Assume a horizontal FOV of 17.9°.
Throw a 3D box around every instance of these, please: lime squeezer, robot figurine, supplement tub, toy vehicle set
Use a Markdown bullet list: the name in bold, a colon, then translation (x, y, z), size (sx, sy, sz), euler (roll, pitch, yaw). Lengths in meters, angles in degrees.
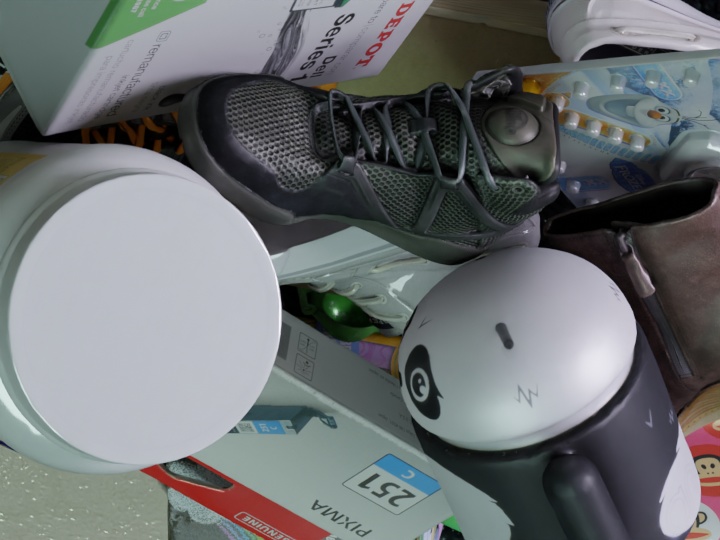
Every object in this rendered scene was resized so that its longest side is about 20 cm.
- **lime squeezer**: translation (-0.011, 0.003, 1.318), size (0.200, 0.038, 0.071), euler (41, 133, -22)
- **robot figurine**: translation (0.093, 0.084, 1.128), size (0.150, 0.125, 0.200), euler (9, 135, 42)
- **supplement tub**: translation (-0.131, 0.014, 1.034), size (0.145, 0.145, 0.200), euler (38, 168, -23)
- **toy vehicle set**: translation (0.035, -0.064, 1.225), size (0.124, 0.027, 0.200), euler (12, 129, -2)

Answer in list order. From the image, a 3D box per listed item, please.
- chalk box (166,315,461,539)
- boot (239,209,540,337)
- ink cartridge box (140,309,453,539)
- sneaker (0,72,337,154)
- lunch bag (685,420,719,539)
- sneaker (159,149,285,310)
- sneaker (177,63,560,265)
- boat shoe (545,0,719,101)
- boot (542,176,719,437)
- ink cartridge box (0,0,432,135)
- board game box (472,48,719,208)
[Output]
- **chalk box**: translation (-0.004, 0.117, 1.362), size (0.200, 0.124, 0.124), euler (11, 135, 8)
- **boot**: translation (0.000, 0.000, 1.196), size (0.200, 0.074, 0.096), euler (-12, 125, -2)
- **ink cartridge box**: translation (-0.060, 0.095, 1.220), size (0.200, 0.045, 0.176), euler (32, 134, -25)
- **sneaker**: translation (-0.103, -0.090, 1.148), size (0.200, 0.077, 0.078), euler (-27, 161, -8)
- **lunch bag**: translation (0.185, 0.104, 1.338), size (0.200, 0.082, 0.176), euler (-5, 131, 20)
- **sneaker**: translation (-0.069, -0.005, 1.249), size (0.079, 0.095, 0.200), euler (-22, 135, -20)
- **sneaker**: translation (0.016, -0.062, 1.052), size (0.199, 0.076, 0.114), euler (17, 147, -37)
- **boat shoe**: translation (0.186, -0.089, 1.142), size (0.200, 0.066, 0.072), euler (23, 126, -21)
- **boot**: translation (0.138, 0.024, 1.189), size (0.200, 0.072, 0.166), euler (-14, 133, 35)
- **ink cartridge box**: translation (-0.053, -0.147, 1.043), size (0.200, 0.084, 0.146), euler (-14, 156, -36)
- **board game box**: translation (0.181, -0.042, 1.131), size (0.200, 0.026, 0.200), euler (-2, 149, 35)
